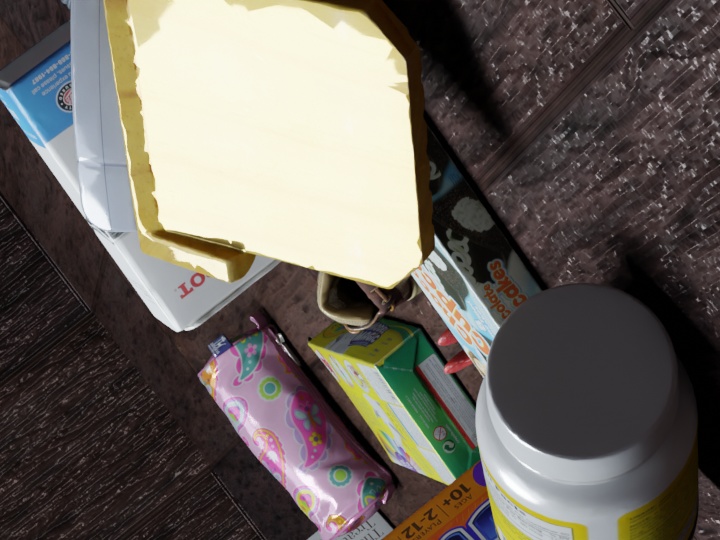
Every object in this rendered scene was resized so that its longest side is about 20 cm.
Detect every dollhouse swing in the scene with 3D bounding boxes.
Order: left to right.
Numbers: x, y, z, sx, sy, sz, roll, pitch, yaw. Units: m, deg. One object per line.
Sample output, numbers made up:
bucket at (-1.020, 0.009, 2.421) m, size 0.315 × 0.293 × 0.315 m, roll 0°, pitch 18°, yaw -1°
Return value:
dollhouse swing at (-0.034, -0.112, 1.513) m, size 0.182 × 0.174 × 0.201 m, roll -69°, pitch -21°, yaw -52°

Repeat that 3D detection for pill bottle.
pill bottle at (0.118, 0.091, 1.479) m, size 0.114 × 0.114 × 0.200 m, roll 48°, pitch 168°, yaw 23°

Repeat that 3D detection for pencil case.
pencil case at (-0.056, 0.137, 2.473) m, size 0.200 × 0.087 × 0.087 m, roll 52°, pitch 170°, yaw 7°

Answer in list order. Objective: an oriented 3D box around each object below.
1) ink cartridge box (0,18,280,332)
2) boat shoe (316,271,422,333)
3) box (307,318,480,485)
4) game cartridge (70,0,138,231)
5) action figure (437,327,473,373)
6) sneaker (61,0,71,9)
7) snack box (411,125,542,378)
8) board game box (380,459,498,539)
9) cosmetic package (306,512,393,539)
ink cartridge box at (-0.126, -0.083, 1.878) m, size 0.201 × 0.144 × 0.084 m, roll 56°, pitch 170°, yaw -16°
boat shoe at (0.000, 0.000, 1.805) m, size 0.072 × 0.072 × 0.200 m, roll 53°, pitch 169°, yaw -1°
box at (0.029, 0.091, 2.053) m, size 0.118 × 0.048 × 0.200 m, roll 55°, pitch 167°, yaw -13°
game cartridge at (-0.124, -0.129, 1.577) m, size 0.133 × 0.041 × 0.202 m, roll -59°, pitch -29°, yaw -73°
action figure at (0.103, 0.128, 1.732) m, size 0.200 × 0.099 × 0.065 m, roll 45°, pitch 169°, yaw 25°
sneaker at (-0.142, -0.182, 1.726) m, size 0.200 × 0.081 × 0.074 m, roll 54°, pitch -165°, yaw -54°
snack box at (0.051, -0.013, 1.637) m, size 0.201 × 0.037 × 0.116 m, roll 55°, pitch 170°, yaw -11°
board game box at (0.112, 0.275, 1.871) m, size 0.200 × 0.199 × 0.201 m, roll 40°, pitch 164°, yaw 46°
cosmetic package at (-0.025, 0.326, 2.628) m, size 0.151 × 0.200 × 0.052 m, roll 46°, pitch 168°, yaw 29°
